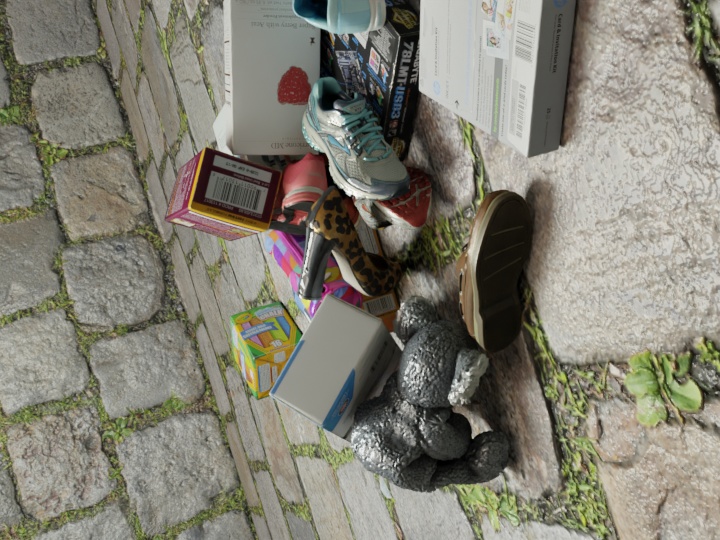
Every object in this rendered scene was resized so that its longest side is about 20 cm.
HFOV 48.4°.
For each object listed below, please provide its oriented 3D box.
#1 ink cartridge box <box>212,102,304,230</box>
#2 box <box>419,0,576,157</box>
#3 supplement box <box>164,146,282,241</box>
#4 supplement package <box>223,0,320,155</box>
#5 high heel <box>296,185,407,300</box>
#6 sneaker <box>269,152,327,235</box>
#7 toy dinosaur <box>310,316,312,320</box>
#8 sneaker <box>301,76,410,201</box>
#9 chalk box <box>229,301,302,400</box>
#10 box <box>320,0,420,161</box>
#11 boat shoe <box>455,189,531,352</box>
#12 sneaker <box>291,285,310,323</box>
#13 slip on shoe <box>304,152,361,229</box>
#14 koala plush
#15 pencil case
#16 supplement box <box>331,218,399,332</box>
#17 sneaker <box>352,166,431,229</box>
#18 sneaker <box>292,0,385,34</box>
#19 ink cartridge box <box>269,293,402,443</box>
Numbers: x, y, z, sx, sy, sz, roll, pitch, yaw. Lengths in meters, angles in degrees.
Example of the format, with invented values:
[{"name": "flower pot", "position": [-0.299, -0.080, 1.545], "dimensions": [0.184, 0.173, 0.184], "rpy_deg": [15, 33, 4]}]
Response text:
[{"name": "ink cartridge box", "position": [-0.132, -0.177, 1.283], "dimensions": [0.145, 0.144, 0.201], "rpy_deg": [-21, 87, 68]}, {"name": "box", "position": [0.121, -0.218, 0.767], "dimensions": [0.200, 0.041, 0.157], "rpy_deg": [45, 145, 49]}, {"name": "supplement box", "position": [-0.196, -0.102, 1.122], "dimensions": [0.200, 0.110, 0.086], "rpy_deg": [-4, 71, 67]}, {"name": "supplement package", "position": [-0.120, -0.261, 1.080], "dimensions": [0.120, 0.120, 0.202], "rpy_deg": [-133, 42, -70]}, {"name": "high heel", "position": [0.007, -0.041, 1.029], "dimensions": [0.071, 0.199, 0.144], "rpy_deg": [28, 115, 38]}, {"name": "sneaker", "position": [-0.088, -0.105, 1.107], "dimensions": [0.200, 0.073, 0.087], "rpy_deg": [-19, 61, 63]}, {"name": "toy dinosaur", "position": [-0.034, 0.032, 1.237], "dimensions": [0.200, 0.104, 0.183], "rpy_deg": [-147, 54, -73]}, {"name": "sneaker", "position": [-0.010, -0.160, 0.962], "dimensions": [0.200, 0.077, 0.087], "rpy_deg": [47, 145, 34]}, {"name": "chalk box", "position": [-0.208, 0.158, 1.745], "dimensions": [0.200, 0.123, 0.126], "rpy_deg": [49, 147, 47]}, {"name": "box", "position": [0.007, -0.268, 1.005], "dimensions": [0.201, 0.049, 0.199], "rpy_deg": [59, 155, 33]}, {"name": "boat shoe", "position": [0.131, -0.004, 0.855], "dimensions": [0.068, 0.072, 0.201], "rpy_deg": [48, 147, 46]}, {"name": "sneaker", "position": [-0.055, 0.080, 1.387], "dimensions": [0.082, 0.074, 0.201], "rpy_deg": [-13, 101, 67]}, {"name": "slip on shoe", "position": [-0.044, -0.144, 1.149], "dimensions": [0.061, 0.074, 0.201], "rpy_deg": [51, -158, -56]}, {"name": "koala plush", "position": [0.086, 0.145, 0.961], "dimensions": [0.178, 0.183, 0.201], "rpy_deg": [52, 140, 43]}, {"name": "pencil case", "position": [-0.070, 0.000, 1.167], "dimensions": [0.200, 0.088, 0.089], "rpy_deg": [49, 148, 45]}, {"name": "supplement box", "position": [0.000, 0.000, 1.193], "dimensions": [0.066, 0.068, 0.201], "rpy_deg": [-22, 83, 67]}, {"name": "sneaker", "position": [0.041, -0.090, 1.033], "dimensions": [0.200, 0.077, 0.083], "rpy_deg": [-132, 25, -63]}, {"name": "sneaker", "position": [-0.050, -0.327, 0.930], "dimensions": [0.200, 0.081, 0.074], "rpy_deg": [46, 143, 49]}, {"name": "ink cartridge box", "position": [-0.023, 0.134, 1.040], "dimensions": [0.083, 0.146, 0.200], "rpy_deg": [26, 169, 18]}]
